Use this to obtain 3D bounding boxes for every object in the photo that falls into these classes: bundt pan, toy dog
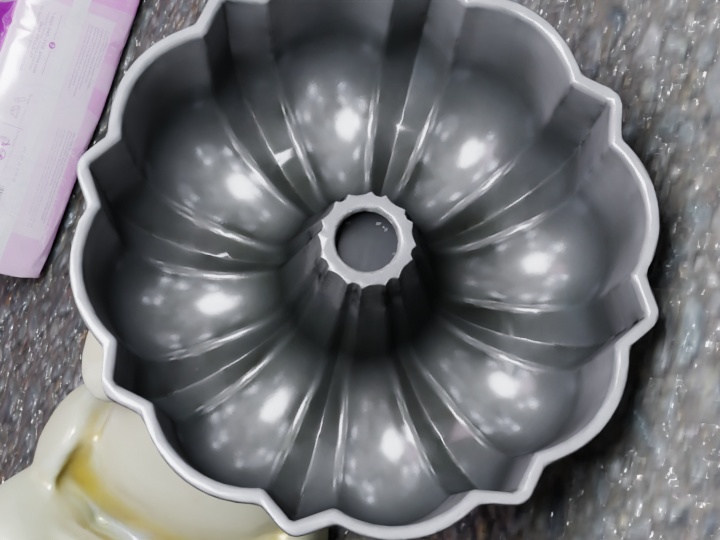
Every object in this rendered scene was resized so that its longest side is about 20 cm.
[{"bbox_3d":[0.000,0.000,0.870,0.076,0.200,0.204,103,176,-74],"label":"bundt pan"},{"bbox_3d":[-0.033,0.034,0.989,0.201,0.139,0.194,-62,-8,23],"label":"toy dog"}]

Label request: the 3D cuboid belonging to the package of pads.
[{"bbox_3d":[-0.191,-0.102,1.404,0.120,0.075,0.201,27,98,64],"label":"package of pads"}]
